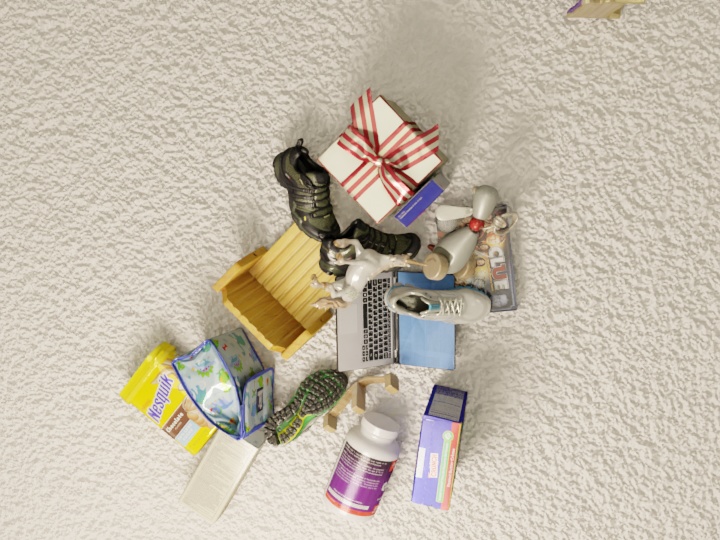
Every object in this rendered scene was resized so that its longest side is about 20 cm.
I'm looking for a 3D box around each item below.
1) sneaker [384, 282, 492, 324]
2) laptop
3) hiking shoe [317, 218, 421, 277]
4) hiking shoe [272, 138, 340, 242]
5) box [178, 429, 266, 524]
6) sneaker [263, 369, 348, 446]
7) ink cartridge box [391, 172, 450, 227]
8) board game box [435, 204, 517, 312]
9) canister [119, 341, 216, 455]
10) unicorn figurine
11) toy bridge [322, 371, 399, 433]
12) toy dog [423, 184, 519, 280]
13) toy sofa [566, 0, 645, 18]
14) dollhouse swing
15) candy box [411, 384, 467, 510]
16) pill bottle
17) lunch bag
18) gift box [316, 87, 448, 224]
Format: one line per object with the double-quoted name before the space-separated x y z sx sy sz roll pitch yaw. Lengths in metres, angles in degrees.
"sneaker" 0.144 0.067 1.543 0.200 0.087 0.075 2 96 0
"laptop" 0.065 0.101 1.597 0.200 0.116 0.187 -5 99 -26
"hiking shoe" 0.019 -0.049 1.573 0.200 0.076 0.101 -12 134 -10
"hiking shoe" -0.092 -0.146 1.589 0.200 0.076 0.101 59 146 -2
"box" -0.282 0.409 1.735 0.095 0.078 0.200 33 103 5
"sneaker" -0.108 0.272 1.687 0.200 0.085 0.078 -39 76 0
"ink cartridge box" 0.111 -0.128 1.514 0.037 0.200 0.095 46 105 2
"board game box" 0.220 -0.018 1.593 0.135 0.035 0.200 -6 97 12
"canister" -0.373 0.265 1.729 0.200 0.087 0.149 39 103 2
"unicorn figurine" 0.000 0.000 1.533 0.200 0.137 0.074 -43 44 35
"toy bridge" -0.003 0.251 1.660 0.027 0.067 0.200 35 126 -28
"toy dog" 0.179 -0.072 1.530 0.200 0.132 0.096 -50 49 9
"toy sofa" 0.408 -0.475 1.403 0.098 0.200 0.083 3 100 5
"dollhouse swing" -0.130 0.024 1.611 0.200 0.182 0.176 46 116 2
"candy box" 0.150 0.325 1.574 0.077 0.200 0.169 10 101 10
"pill bottle" 0.008 0.386 1.657 0.112 0.112 0.200 23 102 7
"lunch bag" -0.251 0.226 1.649 0.127 0.170 0.200 -30 86 15
"gift box" 0.049 -0.216 1.520 0.185 0.187 0.200 42 105 2
